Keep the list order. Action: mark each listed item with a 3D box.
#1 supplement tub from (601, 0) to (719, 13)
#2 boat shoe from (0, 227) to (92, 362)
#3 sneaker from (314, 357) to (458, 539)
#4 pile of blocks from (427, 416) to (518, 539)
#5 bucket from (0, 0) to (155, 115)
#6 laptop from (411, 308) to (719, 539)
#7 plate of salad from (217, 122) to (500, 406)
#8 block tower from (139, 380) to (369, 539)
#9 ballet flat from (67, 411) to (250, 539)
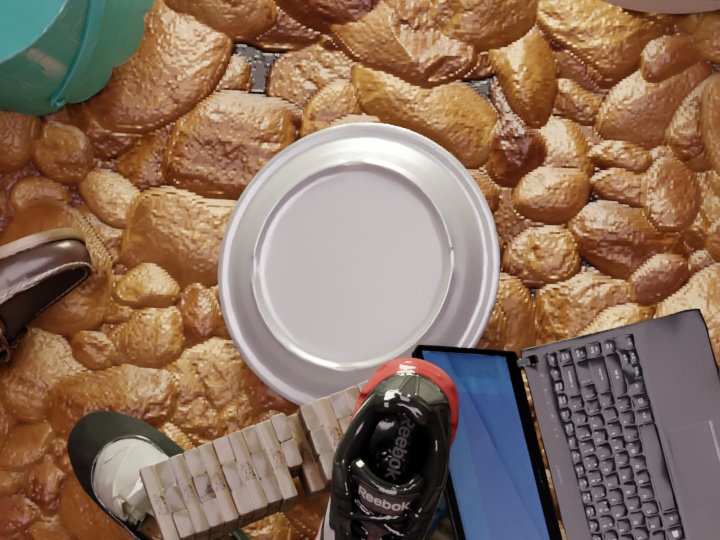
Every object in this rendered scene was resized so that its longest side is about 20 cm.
[{"bbox_3d":[0.212,-0.290,1.568,0.139,0.140,0.201,3,76,9],"label":"supplement tub"},{"bbox_3d":[-0.269,0.041,1.591,0.199,0.070,0.071,-28,66,9],"label":"boat shoe"},{"bbox_3d":[0.009,0.153,1.392,0.070,0.098,0.202,15,93,4],"label":"sneaker"},{"bbox_3d":[0.049,0.181,1.500,0.062,0.082,0.200,34,82,15],"label":"pile of blocks"},{"bbox_3d":[-0.250,-0.216,1.600,0.206,0.135,0.209,-1,87,12],"label":"bucket"},{"bbox_3d":[0.148,0.119,1.482,0.199,0.103,0.178,-13,76,0],"label":"laptop"},{"bbox_3d":[0.000,0.000,1.573,0.199,0.048,0.201,-3,80,17],"label":"plate of salad"},{"bbox_3d":[-0.041,0.121,1.490,0.199,0.058,0.054,-20,76,-11],"label":"block tower"},{"bbox_3d":[-0.124,0.160,1.538,0.200,0.068,0.068,41,87,16],"label":"ballet flat"}]
